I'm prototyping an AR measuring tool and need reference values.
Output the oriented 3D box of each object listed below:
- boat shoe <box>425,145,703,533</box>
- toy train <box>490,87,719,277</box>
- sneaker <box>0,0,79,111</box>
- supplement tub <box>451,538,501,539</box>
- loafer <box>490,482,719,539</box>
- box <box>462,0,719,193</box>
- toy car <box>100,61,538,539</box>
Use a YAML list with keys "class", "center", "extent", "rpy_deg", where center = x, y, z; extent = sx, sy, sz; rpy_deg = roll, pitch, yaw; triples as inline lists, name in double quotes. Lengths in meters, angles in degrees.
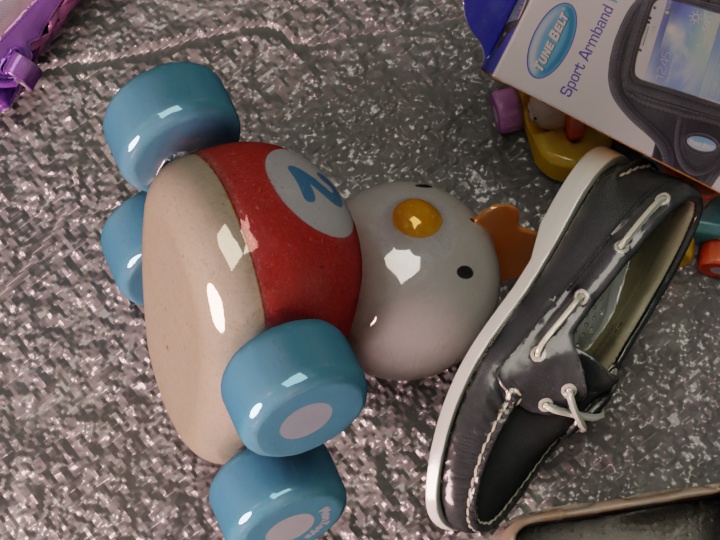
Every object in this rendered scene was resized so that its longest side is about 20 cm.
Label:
- class: "boat shoe"
  center: [0.096, 0.038, 1.005]
  extent: [0.060, 0.075, 0.202]
  rpy_deg: [23, 87, 32]
- class: "toy train"
  center: [0.154, -0.095, 1.081]
  extent: [0.150, 0.056, 0.200]
  rpy_deg: [-39, 73, -12]
- class: "sneaker"
  center: [-0.182, -0.131, 1.093]
  extent: [0.199, 0.081, 0.089]
  rpy_deg: [-30, 79, -5]
- class: "supplement tub"
  center: [0.048, 0.196, 0.898]
  extent: [0.143, 0.200, 0.146]
  rpy_deg: [0, 70, 1]
- class: "loafer"
  center: [0.157, 0.132, 0.993]
  extent: [0.198, 0.063, 0.073]
  rpy_deg: [-4, 70, -1]
- class: "box"
  center: [0.150, -0.112, 0.997]
  extent: [0.199, 0.041, 0.120]
  rpy_deg: [25, 97, -13]
- class: "toy car"
  center: [0.000, 0.000, 0.999]
  extent: [0.198, 0.178, 0.185]
  rpy_deg: [-17, 58, -19]
